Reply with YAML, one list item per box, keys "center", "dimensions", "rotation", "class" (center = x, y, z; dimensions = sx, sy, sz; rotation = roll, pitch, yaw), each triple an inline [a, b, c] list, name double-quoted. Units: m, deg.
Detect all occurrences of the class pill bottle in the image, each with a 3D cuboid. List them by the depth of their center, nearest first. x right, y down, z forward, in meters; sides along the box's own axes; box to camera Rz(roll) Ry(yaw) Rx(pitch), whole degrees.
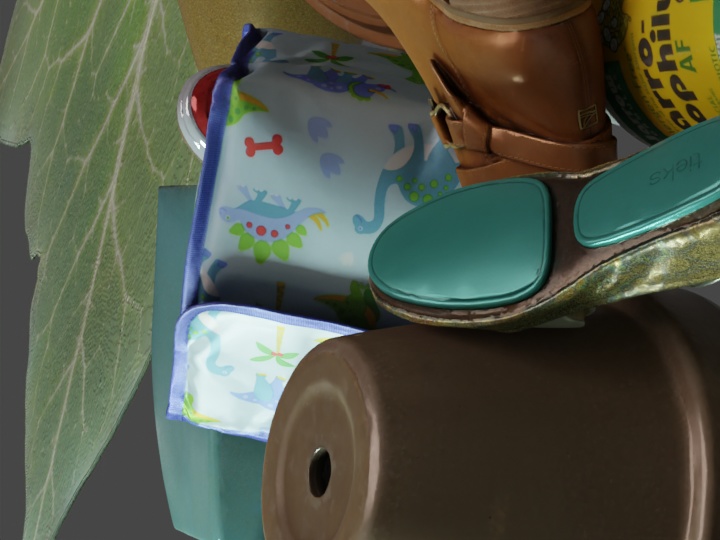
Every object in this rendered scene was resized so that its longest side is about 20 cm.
- center: [0.160, -0.103, 1.080]
  dimensions: [0.200, 0.112, 0.114]
  rotation: [-172, 96, -69]
  class: "pill bottle"

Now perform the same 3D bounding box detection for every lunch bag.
- center: [0.000, 0.000, 1.252]
  dimensions: [0.128, 0.169, 0.201]
  rotation: [-73, -5, -68]
  class: "lunch bag"

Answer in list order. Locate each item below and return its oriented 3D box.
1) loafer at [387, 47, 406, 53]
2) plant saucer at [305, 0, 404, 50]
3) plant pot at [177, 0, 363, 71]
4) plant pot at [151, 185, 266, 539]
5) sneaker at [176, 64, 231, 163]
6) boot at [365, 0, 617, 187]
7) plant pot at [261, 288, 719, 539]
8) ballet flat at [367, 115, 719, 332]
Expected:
- center: [0.052, -0.105, 1.423]
  dimensions: [0.200, 0.067, 0.076]
  rotation: [104, 144, -61]
  class: "loafer"
- center: [0.008, -0.200, 1.219]
  dimensions: [0.199, 0.032, 0.202]
  rotation: [20, 123, 34]
  class: "plant saucer"
- center: [-0.054, -0.217, 1.663]
  dimensions: [0.186, 0.185, 0.201]
  rotation: [-151, 63, -69]
  class: "plant pot"
- center: [-0.042, 0.059, 1.481]
  dimensions: [0.141, 0.140, 0.201]
  rotation: [-177, 94, -69]
  class: "plant pot"
- center: [0.010, -0.062, 1.333]
  dimensions: [0.112, 0.199, 0.072]
  rotation: [-11, 61, 59]
  class: "sneaker"
- center: [0.049, -0.089, 1.137]
  dimensions: [0.200, 0.076, 0.156]
  rotation: [8, 118, 58]
  class: "boot"
- center: [0.057, 0.097, 1.100]
  dimensions: [0.200, 0.174, 0.202]
  rotation: [-26, 60, 59]
  class: "plant pot"
- center: [0.094, -0.009, 1.040]
  dimensions: [0.199, 0.071, 0.071]
  rotation: [-18, 56, 36]
  class: "ballet flat"
